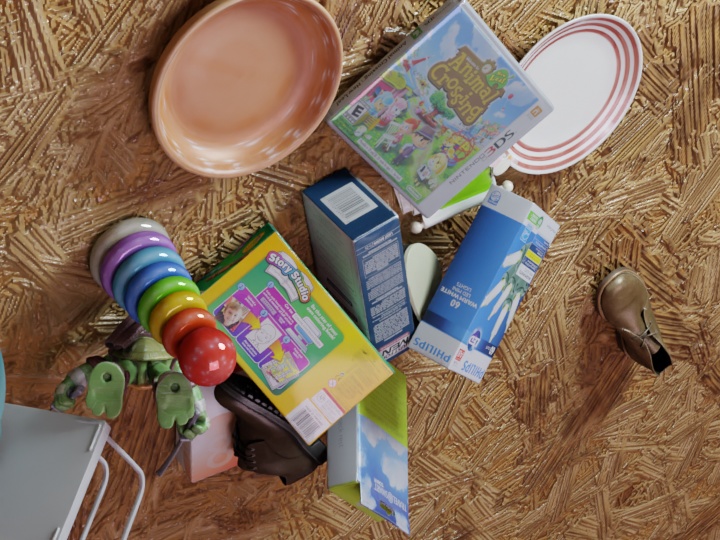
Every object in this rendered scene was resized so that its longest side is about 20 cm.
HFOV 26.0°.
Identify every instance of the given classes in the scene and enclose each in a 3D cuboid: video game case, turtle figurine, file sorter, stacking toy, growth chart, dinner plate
[{"bbox_3d":[0.083,-0.163,1.599,0.182,0.022,0.200,-41,135,9],"label":"video game case"},{"bbox_3d":[-0.222,0.137,1.528,0.144,0.194,0.200,43,86,-7],"label":"turtle figurine"},{"bbox_3d":[-0.325,0.216,1.489,0.125,0.199,0.139,59,44,-54],"label":"file sorter"},{"bbox_3d":[-0.180,0.038,1.469,0.085,0.200,0.086,-21,136,-22],"label":"stacking toy"},{"bbox_3d":[0.087,-0.125,1.663,0.144,0.018,0.200,-30,136,-2],"label":"growth chart"},{"bbox_3d":[0.226,-0.196,1.720,0.199,0.024,0.201,-22,137,-22],"label":"dinner plate"}]

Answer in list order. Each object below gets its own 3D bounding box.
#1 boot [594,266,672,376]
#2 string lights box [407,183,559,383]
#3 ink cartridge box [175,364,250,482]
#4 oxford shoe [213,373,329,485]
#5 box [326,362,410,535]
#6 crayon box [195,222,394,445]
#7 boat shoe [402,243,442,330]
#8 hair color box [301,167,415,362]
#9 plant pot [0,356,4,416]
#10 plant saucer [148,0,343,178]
[{"bbox_3d":[0.362,0.067,2.028,0.074,0.076,0.200,-38,139,-2],"label":"boot"},{"bbox_3d":[0.137,0.016,1.718,0.201,0.059,0.103,-63,153,-1],"label":"string lights box"},{"bbox_3d":[-0.122,0.128,1.716,0.162,0.050,0.201,-18,138,-26],"label":"ink cartridge box"},{"bbox_3d":[-0.107,0.180,1.691,0.084,0.073,0.200,-43,135,-2],"label":"oxford shoe"},{"bbox_3d":[0.009,0.191,1.769,0.047,0.201,0.122,-16,148,25],"label":"box"},{"bbox_3d":[-0.073,0.065,1.609,0.119,0.058,0.200,-40,103,-1],"label":"crayon box"},{"bbox_3d":[0.063,0.032,1.748,0.074,0.063,0.202,-69,154,-22],"label":"boat shoe"},{"bbox_3d":[0.000,0.000,1.657,0.060,0.100,0.201,-29,139,-19],"label":"hair color box"},{"bbox_3d":[-0.399,0.109,1.368,0.199,0.200,0.188,-29,152,-14],"label":"plant pot"},{"bbox_3d":[-0.110,-0.179,1.458,0.199,0.037,0.201,-21,136,-22],"label":"plant saucer"}]
